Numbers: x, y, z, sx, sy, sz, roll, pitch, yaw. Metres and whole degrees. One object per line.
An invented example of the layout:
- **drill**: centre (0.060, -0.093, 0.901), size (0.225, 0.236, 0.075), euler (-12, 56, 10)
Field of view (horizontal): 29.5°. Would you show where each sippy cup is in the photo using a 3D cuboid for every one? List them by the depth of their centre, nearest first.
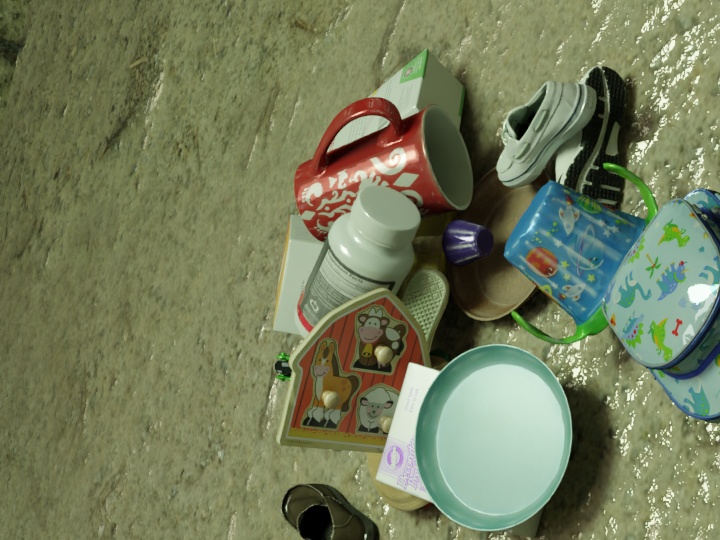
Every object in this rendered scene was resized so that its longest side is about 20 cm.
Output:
- **sippy cup**: centre (0.228, -0.022, 1.449), size (0.179, 0.130, 0.140), euler (-59, 3, -36)

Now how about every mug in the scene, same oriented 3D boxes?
- **mug**: centre (0.017, -0.133, 1.714), size (0.198, 0.179, 0.134), euler (-17, 16, 28)

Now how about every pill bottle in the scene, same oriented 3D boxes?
- **pill bottle**: centre (0.000, 0.000, 1.662), size (0.201, 0.109, 0.111), euler (-64, 31, 35)

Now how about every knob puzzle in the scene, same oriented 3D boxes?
- **knob puzzle**: centre (0.007, 0.120, 1.606), size (0.030, 0.218, 0.222), euler (32, 101, 58)

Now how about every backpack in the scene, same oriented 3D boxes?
- **backpack**: centre (0.335, 0.043, 1.290), size (0.184, 0.146, 0.201), euler (-59, 38, 25)

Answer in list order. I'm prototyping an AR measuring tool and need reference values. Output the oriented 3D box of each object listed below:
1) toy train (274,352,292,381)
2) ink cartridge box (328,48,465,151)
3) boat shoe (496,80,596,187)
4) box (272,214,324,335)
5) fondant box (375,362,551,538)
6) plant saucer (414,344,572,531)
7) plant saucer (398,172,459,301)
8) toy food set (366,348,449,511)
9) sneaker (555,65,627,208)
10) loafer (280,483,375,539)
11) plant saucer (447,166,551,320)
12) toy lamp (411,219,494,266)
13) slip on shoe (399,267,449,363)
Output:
- **toy train**: centre (-0.053, 0.140, 1.908), size (0.199, 0.056, 0.042), euler (1, 91, 56)
- **ink cartridge box**: centre (0.039, -0.179, 1.838), size (0.199, 0.087, 0.146), euler (-34, 27, 31)
- **boat shoe**: centre (0.195, -0.164, 1.568), size (0.200, 0.066, 0.074), euler (130, 153, -55)
- **box**: centre (-0.060, 0.007, 1.855), size (0.200, 0.096, 0.126), euler (-100, 21, -79)
- **fondant box**: centre (0.125, 0.202, 1.555), size (0.199, 0.058, 0.146), euler (15, 87, 40)
- **plant saucer**: centre (0.147, 0.183, 1.491), size (0.198, 0.027, 0.203), euler (-11, 71, 34)
- **plant saucer**: centre (0.065, -0.019, 1.814), size (0.199, 0.048, 0.203), euler (-12, 65, 55)
- **toy food set**: centre (0.074, 0.198, 1.695), size (0.198, 0.048, 0.202), euler (30, 100, 57)
- **sneaker**: centre (0.258, -0.130, 1.574), size (0.080, 0.073, 0.202), euler (156, 130, -67)
- **loafer**: centre (-0.056, 0.324, 1.808), size (0.199, 0.071, 0.074), euler (11, 84, 57)
- **plant saucer**: centre (0.181, -0.034, 1.658), size (0.200, 0.036, 0.203), euler (-31, 50, 45)
- **toy lamp**: centre (0.084, -0.032, 1.700), size (0.199, 0.058, 0.059), euler (0, 74, 50)
- **slip on shoe**: centre (0.055, 0.086, 1.689), size (0.202, 0.073, 0.061), euler (-66, -6, 13)
